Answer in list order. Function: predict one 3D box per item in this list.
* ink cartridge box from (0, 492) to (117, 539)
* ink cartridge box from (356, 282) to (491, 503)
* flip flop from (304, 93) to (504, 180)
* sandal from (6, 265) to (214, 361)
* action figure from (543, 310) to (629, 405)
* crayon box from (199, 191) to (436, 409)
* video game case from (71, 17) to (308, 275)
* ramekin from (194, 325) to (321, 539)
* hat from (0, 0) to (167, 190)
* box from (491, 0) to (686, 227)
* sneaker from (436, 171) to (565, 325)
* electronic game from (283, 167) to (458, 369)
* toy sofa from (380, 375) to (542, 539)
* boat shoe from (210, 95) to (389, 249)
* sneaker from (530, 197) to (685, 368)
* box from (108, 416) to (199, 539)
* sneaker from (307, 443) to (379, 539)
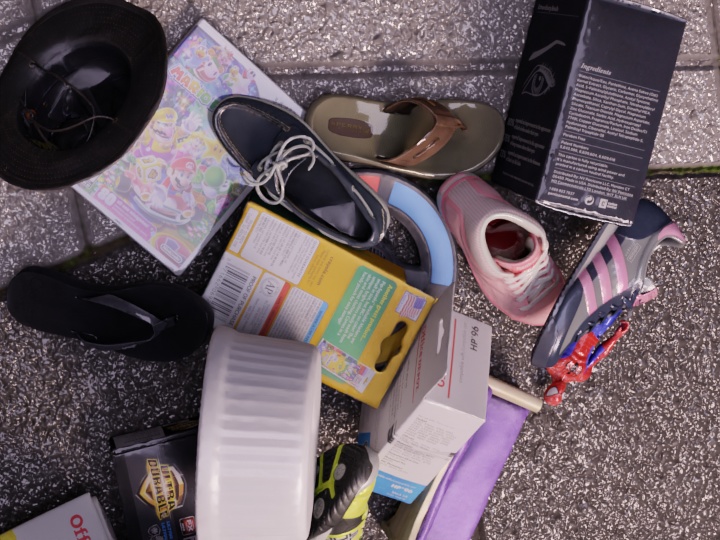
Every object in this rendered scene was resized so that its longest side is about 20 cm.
[{"bbox_3d":[-0.309,0.324,1.518,0.198,0.084,0.146,-25,65,-7],"label":"ink cartridge box"},{"bbox_3d":[0.067,0.117,1.527,0.067,0.117,0.200,20,137,-14],"label":"ink cartridge box"},{"bbox_3d":[0.045,-0.135,1.543,0.198,0.058,0.082,6,80,-15],"label":"flip flop"},{"bbox_3d":[-0.235,0.046,1.501,0.198,0.043,0.077,7,110,7],"label":"sandal"},{"bbox_3d":[0.238,0.047,1.641,0.065,0.052,0.201,25,97,-21],"label":"action figure"},{"bbox_3d":[-0.044,0.029,1.530,0.199,0.052,0.127,27,102,-6],"label":"crayon box"},{"bbox_3d":[-0.162,-0.116,1.531,0.143,0.018,0.200,40,90,-16],"label":"video game case"},{"bbox_3d":[-0.089,0.153,1.453,0.097,0.201,0.203,3,101,1],"label":"ramekin"},{"bbox_3d":[-0.244,-0.144,1.464,0.200,0.201,0.081,-41,146,-2],"label":"hat"},{"bbox_3d":[0.214,-0.159,1.540,0.103,0.148,0.202,12,99,-15],"label":"box"},{"bbox_3d":[0.152,-0.003,1.565,0.075,0.105,0.201,-41,122,-2],"label":"sneaker"},{"bbox_3d":[0.000,0.000,1.579,0.198,0.042,0.202,-3,102,-12],"label":"electronic game"},{"bbox_3d":[0.103,0.202,1.614,0.082,0.098,0.202,24,94,-16],"label":"toy sofa"},{"bbox_3d":[-0.060,-0.090,1.498,0.200,0.062,0.075,43,102,0],"label":"boat shoe"},{"bbox_3d":[0.241,0.021,1.569,0.082,0.070,0.201,33,84,7],"label":"sneaker"},{"bbox_3d":[-0.133,0.240,1.595,0.196,0.050,0.202,-12,104,-9],"label":"box"},{"bbox_3d":[-0.026,0.245,1.549,0.076,0.076,0.201,14,123,-25],"label":"sneaker"}]
